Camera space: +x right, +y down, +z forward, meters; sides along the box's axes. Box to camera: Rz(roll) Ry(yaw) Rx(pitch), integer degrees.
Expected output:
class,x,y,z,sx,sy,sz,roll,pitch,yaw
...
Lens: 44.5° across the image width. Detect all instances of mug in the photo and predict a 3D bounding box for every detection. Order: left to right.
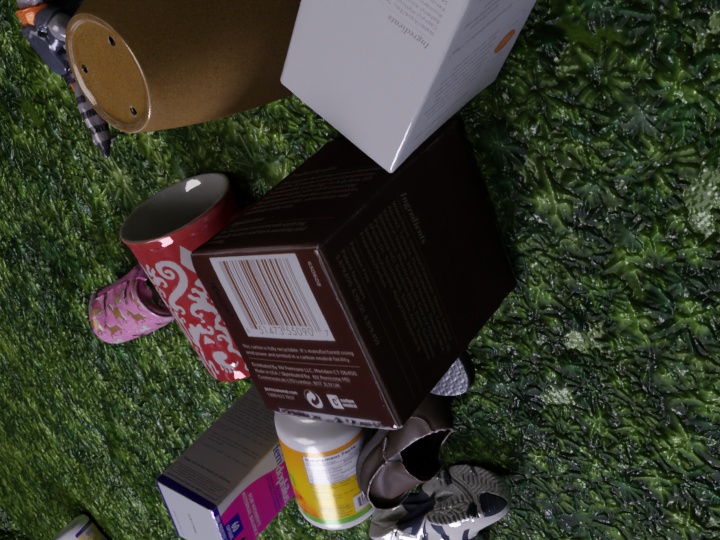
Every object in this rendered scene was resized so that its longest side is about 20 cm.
class,x,y,z,sx,sy,sz,roll,pitch,yaw
mug,-0.151,0.015,0.972,0.175,0.133,0.203,8,130,43

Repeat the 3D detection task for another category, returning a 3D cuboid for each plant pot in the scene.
class,x,y,z,sx,sy,sz,roll,pitch,yaw
plant pot,-0.129,-0.198,0.705,0.184,0.200,0.189,25,137,26

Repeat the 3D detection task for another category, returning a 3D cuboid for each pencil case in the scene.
class,x,y,z,sx,sy,sz,roll,pitch,yaw
pencil case,-0.300,0.042,1.184,0.198,0.085,0.085,-21,76,51

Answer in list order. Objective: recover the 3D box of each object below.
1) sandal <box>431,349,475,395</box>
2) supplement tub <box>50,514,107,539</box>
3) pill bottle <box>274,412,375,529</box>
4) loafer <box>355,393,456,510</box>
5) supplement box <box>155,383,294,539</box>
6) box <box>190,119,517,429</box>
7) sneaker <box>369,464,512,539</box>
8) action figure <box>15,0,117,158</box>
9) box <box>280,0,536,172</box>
class,x,y,z,sx,sy,sz,roll,pitch,yaw
sandal,0.042,0.061,0.896,0.198,0.042,0.078,26,131,42
supplement tub,-0.624,0.679,2.006,0.201,0.145,0.145,51,143,-3
pill bottle,-0.039,0.193,1.025,0.109,0.111,0.204,17,132,34
loafer,0.047,0.202,0.944,0.072,0.071,0.203,-116,32,-41
supplement box,-0.141,0.244,1.099,0.102,0.200,0.103,15,133,33
box,0.000,0.000,0.745,0.164,0.200,0.167,-2,122,45
sneaker,0.117,0.298,0.996,0.198,0.080,0.129,-33,117,33
action figure,-0.283,-0.229,0.918,0.198,0.105,0.195,-4,129,49
box,0.050,-0.194,0.566,0.106,0.152,0.201,39,141,10
